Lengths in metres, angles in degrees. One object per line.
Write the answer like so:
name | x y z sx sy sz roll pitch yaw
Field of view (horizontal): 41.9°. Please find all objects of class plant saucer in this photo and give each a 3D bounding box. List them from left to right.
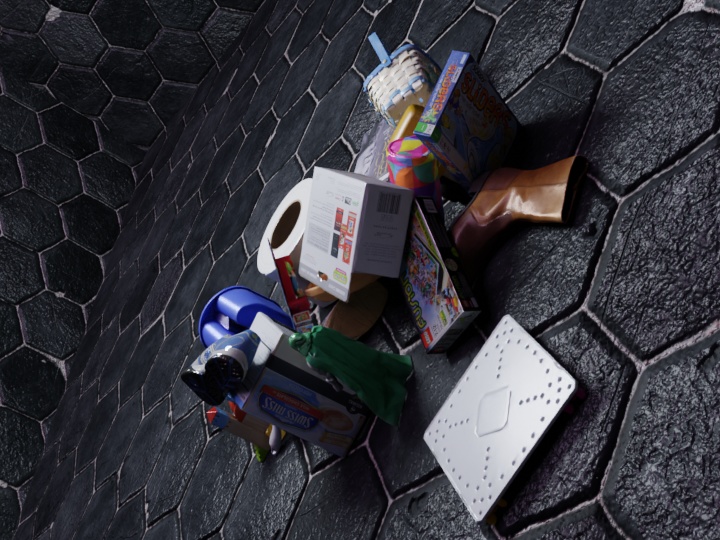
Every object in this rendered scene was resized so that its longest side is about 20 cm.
plant saucer | 0.000 0.000 1.576 0.198 0.038 0.200 -29 7 4

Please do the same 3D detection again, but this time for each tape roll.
tape roll | -0.087 -0.053 1.783 0.203 0.138 0.205 -44 28 31

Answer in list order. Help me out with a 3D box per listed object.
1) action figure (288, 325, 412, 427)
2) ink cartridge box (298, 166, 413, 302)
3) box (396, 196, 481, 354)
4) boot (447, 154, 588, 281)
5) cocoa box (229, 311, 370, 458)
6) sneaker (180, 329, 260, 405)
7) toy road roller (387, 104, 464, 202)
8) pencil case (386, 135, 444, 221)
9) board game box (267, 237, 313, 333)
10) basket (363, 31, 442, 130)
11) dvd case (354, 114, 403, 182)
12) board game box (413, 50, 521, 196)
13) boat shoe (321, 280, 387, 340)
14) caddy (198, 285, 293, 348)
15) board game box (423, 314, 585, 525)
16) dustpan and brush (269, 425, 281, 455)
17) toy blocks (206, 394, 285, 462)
action figure | -0.019 0.138 1.369 0.054 0.198 0.120 -34 34 44
ink cartridge box | -0.013 -0.055 1.440 0.199 0.083 0.179 28 110 62
box | 0.100 0.006 1.360 0.110 0.034 0.202 -54 46 43
boot | 0.219 -0.065 1.317 0.199 0.068 0.190 0 57 55
cocoa box | -0.092 0.178 1.468 0.133 0.198 0.133 -60 25 0
sneaker | -0.208 0.147 1.423 0.199 0.076 0.077 -27 21 52
toy road roller | 0.115 -0.217 1.540 0.124 0.144 0.201 -59 22 19
pencil case | 0.092 -0.109 1.449 0.089 0.087 0.203 -109 10 -59
board game box | -0.114 0.034 1.626 0.038 0.203 0.158 -17 16 -3
basket | 0.088 -0.325 1.704 0.139 0.176 0.201 -39 43 11
dvd case | 0.033 -0.226 1.882 0.148 0.016 0.203 -30 39 48
board game box | 0.163 -0.210 1.395 0.034 0.200 0.137 19 79 38
boat shoe | -0.032 0.094 1.597 0.200 0.071 0.069 -48 6 4
caddy | -0.214 0.115 1.798 0.104 0.199 0.143 27 89 49
board game box | 0.172 0.179 1.160 0.202 0.026 0.200 -57 24 9
dustpan and brush | -0.146 0.232 1.619 0.138 0.057 0.204 20 107 29
toy blocks | -0.188 0.222 1.687 0.202 0.136 0.100 -60 24 1
